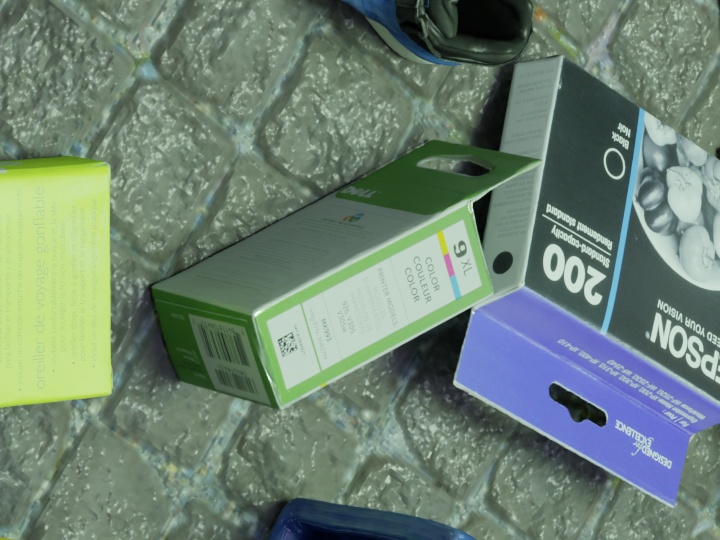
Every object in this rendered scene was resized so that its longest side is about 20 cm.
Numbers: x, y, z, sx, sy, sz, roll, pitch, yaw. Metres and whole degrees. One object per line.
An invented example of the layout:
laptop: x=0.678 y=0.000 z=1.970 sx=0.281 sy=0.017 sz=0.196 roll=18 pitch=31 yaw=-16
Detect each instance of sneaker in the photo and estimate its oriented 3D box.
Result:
sneaker: x=0.011 y=-0.172 z=1.557 sx=0.200 sy=0.111 sz=0.077 roll=39 pitch=76 yaw=-32

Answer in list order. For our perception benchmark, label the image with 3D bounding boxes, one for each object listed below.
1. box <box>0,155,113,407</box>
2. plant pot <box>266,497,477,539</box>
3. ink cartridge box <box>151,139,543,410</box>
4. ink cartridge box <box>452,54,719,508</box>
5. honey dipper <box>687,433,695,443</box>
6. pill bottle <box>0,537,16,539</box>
box: x=-0.219 y=0.010 z=1.465 sx=0.199 sy=0.048 sz=0.123 roll=-5 pitch=99 yaw=-33
plant pot: x=0.032 y=0.251 z=1.568 sx=0.179 sy=0.200 sz=0.201 roll=29 pitch=79 yaw=-26
ink cartridge box: x=0.000 y=0.000 z=1.579 sx=0.199 sy=0.104 sz=0.060 roll=-29 pitch=112 yaw=-28
ink cartridge box: x=0.148 y=0.008 z=1.682 sx=0.198 sy=0.043 sz=0.201 roll=29 pitch=64 yaw=-37
honey dipper: x=0.137 y=0.023 z=1.718 sx=0.038 sy=0.038 sz=0.201 roll=-42 pitch=116 yaw=-22
pill bottle: x=-0.243 y=0.171 z=1.439 sx=0.199 sy=0.104 sz=0.105 roll=15 pitch=89 yaw=-35
